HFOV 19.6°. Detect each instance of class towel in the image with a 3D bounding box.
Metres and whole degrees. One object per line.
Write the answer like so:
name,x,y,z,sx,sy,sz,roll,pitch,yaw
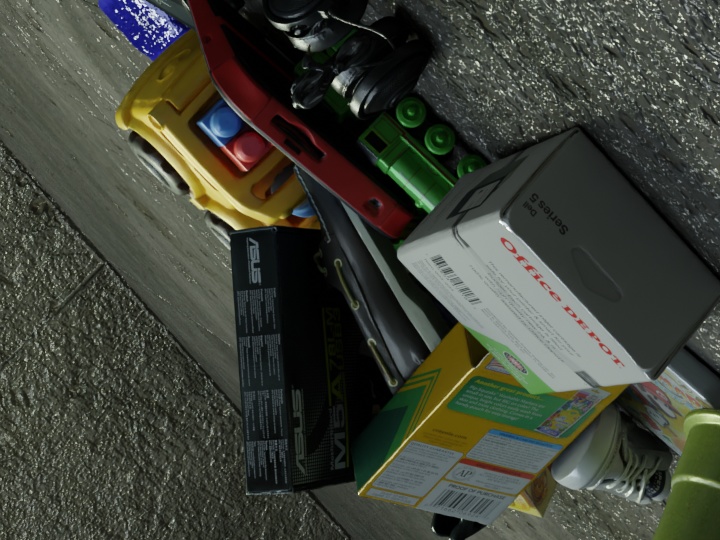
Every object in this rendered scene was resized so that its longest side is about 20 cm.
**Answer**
towel,-0.149,-0.184,1.850,0.200,0.050,0.148,47,170,-11

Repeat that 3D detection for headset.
headset,-0.019,-0.147,1.375,0.124,0.094,0.200,46,-179,-13

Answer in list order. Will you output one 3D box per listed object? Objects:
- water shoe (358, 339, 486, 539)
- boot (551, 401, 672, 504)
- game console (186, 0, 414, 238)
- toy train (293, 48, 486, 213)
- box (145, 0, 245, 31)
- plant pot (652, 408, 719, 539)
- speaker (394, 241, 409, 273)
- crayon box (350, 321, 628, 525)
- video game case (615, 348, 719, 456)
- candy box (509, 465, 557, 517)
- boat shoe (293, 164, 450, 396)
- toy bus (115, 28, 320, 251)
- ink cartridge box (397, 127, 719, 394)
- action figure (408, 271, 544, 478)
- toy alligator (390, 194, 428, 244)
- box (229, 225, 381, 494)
water shoe,0.050,0.141,1.675,0.200,0.079,0.071,53,164,-26
boot,0.207,0.146,1.643,0.095,0.074,0.200,34,-167,-1
game console,-0.046,-0.118,1.548,0.200,0.031,0.177,40,-168,-31
toy train,0.031,-0.092,1.500,0.200,0.056,0.042,44,169,6
box,-0.192,-0.281,1.650,0.200,0.046,0.159,35,166,43
plant pot,0.258,0.228,1.414,0.199,0.191,0.200,33,167,8
speaker,0.004,-0.004,1.864,0.088,0.088,0.200,42,169,10
crayon box,0.096,0.107,1.562,0.125,0.200,0.052,16,-135,-27
video game case,0.239,0.102,1.542,0.200,0.023,0.182,42,169,18
candy box,0.067,0.147,1.832,0.199,0.056,0.116,14,156,29
boat shoe,0.000,0.000,1.581,0.202,0.060,0.072,58,-168,4
toy bus,-0.080,-0.098,1.668,0.200,0.136,0.192,46,171,-14
ink cartridge box,0.127,0.000,1.367,0.146,0.084,0.200,46,163,-9
action figure,0.091,0.047,1.688,0.200,0.104,0.195,49,155,48
toy alligator,0.043,-0.055,1.628,0.054,0.060,0.200,1,175,-18
box,-0.037,0.068,1.633,0.047,0.202,0.193,-5,176,20
